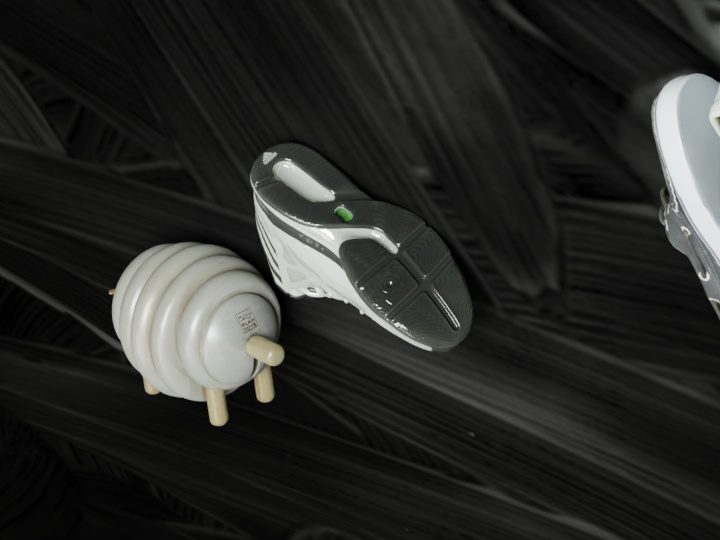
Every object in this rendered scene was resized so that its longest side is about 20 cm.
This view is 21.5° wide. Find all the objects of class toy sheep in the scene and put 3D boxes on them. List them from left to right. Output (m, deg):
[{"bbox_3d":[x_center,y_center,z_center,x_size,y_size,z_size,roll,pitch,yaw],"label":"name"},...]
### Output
[{"bbox_3d":[-0.126,0.044,1.511,0.200,0.138,0.138,16,140,41],"label":"toy sheep"}]

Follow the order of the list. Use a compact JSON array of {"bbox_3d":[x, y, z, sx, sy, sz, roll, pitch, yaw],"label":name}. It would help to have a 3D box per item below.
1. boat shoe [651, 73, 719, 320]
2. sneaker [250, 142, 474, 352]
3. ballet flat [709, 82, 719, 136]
[{"bbox_3d":[0.211,-0.030,1.126,0.066,0.070,0.200,-1,135,46],"label":"boat shoe"},{"bbox_3d":[0.000,0.000,1.393,0.200,0.076,0.115,42,157,16],"label":"sneaker"},{"bbox_3d":[0.252,-0.032,1.074,0.069,0.069,0.200,-7,123,50],"label":"ballet flat"}]
